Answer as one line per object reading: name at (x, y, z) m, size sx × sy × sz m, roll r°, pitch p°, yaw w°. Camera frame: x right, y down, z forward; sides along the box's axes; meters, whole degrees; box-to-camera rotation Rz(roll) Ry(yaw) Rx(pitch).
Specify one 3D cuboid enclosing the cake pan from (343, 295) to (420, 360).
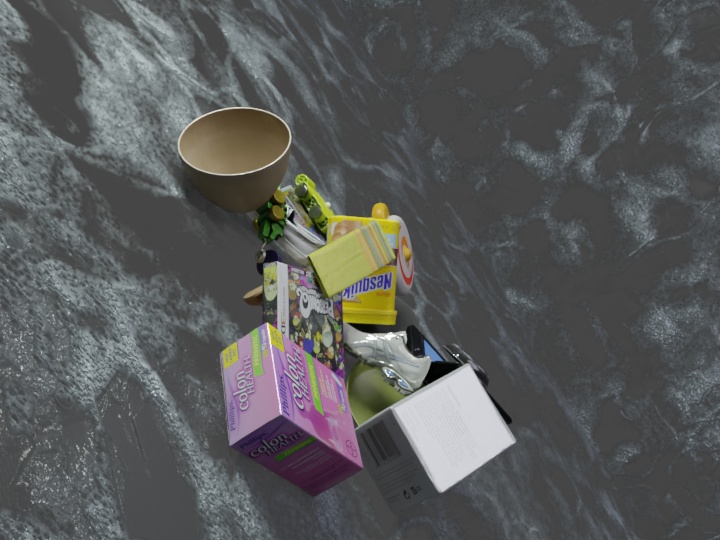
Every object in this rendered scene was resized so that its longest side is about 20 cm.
cake pan at (0.035, 0.110, 1.797) m, size 0.200 × 0.037 × 0.200 m, roll 13°, pitch 40°, yaw -11°

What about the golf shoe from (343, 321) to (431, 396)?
golf shoe at (0.040, 0.141, 1.637) m, size 0.200 × 0.097 × 0.078 m, roll 37°, pitch -2°, yaw 9°

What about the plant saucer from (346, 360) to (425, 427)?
plant saucer at (0.055, 0.254, 1.672) m, size 0.200 × 0.031 × 0.200 m, roll 19°, pitch 49°, yaw -23°

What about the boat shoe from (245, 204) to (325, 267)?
boat shoe at (-0.152, -0.095, 1.729) m, size 0.200 × 0.069 × 0.072 m, roll 44°, pitch 11°, yaw 15°

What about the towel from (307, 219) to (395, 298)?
towel at (-0.015, -0.023, 1.607) m, size 0.200 × 0.018 × 0.086 m, roll -30°, pitch 96°, yaw -45°

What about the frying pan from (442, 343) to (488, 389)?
frying pan at (0.210, 0.188, 1.693) m, size 0.115 × 0.031 × 0.190 m, roll 44°, pitch -1°, yaw 26°

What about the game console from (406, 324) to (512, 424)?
game console at (0.189, 0.199, 1.714) m, size 0.200 × 0.116 × 0.176 m, roll 49°, pitch 24°, yaw -31°

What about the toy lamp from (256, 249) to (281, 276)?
toy lamp at (-0.118, 0.015, 1.703) m, size 0.200 × 0.058 × 0.058 m, roll 33°, pitch 29°, yaw -55°

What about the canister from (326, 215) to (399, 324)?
canister at (0.000, 0.000, 1.712) m, size 0.087 × 0.148 × 0.200 m, roll -178°, pitch -88°, yaw -74°

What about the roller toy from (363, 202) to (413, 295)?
roller toy at (0.046, -0.031, 2.000) m, size 0.182 × 0.140 × 0.200 m, roll 59°, pitch 29°, yaw -56°

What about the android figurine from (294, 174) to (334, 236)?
android figurine at (-0.088, -0.134, 2.031) m, size 0.182 × 0.041 × 0.200 m, roll 57°, pitch 8°, yaw 19°

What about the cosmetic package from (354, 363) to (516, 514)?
cosmetic package at (0.124, 0.293, 1.551) m, size 0.200 × 0.165 × 0.165 m, roll -23°, pitch 78°, yaw -36°

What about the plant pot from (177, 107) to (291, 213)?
plant pot at (-0.222, -0.184, 1.613) m, size 0.135 × 0.200 × 0.200 m, roll 90°, pitch -11°, yaw -45°

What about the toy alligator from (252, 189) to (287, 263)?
toy alligator at (-0.163, -0.084, 1.654) m, size 0.054 × 0.059 × 0.200 m, roll 30°, pitch 44°, yaw -34°

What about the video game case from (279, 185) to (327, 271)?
video game case at (-0.127, -0.087, 1.924) m, size 0.200 × 0.022 × 0.182 m, roll 55°, pitch 17°, yaw -3°

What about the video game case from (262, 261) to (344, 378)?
video game case at (-0.095, 0.091, 1.525) m, size 0.200 × 0.036 × 0.182 m, roll 20°, pitch 66°, yaw -56°

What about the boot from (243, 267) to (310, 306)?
boot at (-0.118, 0.081, 1.577) m, size 0.201 × 0.071 × 0.144 m, roll -23°, pitch 94°, yaw -60°

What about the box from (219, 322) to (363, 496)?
box at (-0.103, 0.209, 1.330) m, size 0.200 × 0.097 × 0.176 m, roll 41°, pitch 23°, yaw -39°
